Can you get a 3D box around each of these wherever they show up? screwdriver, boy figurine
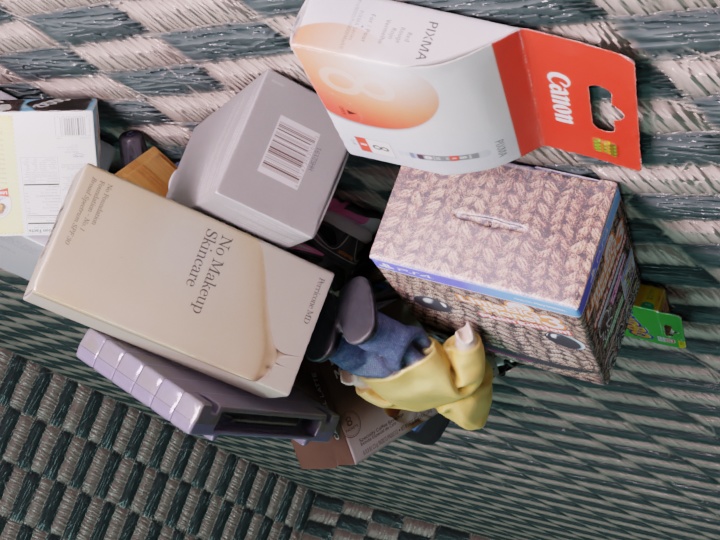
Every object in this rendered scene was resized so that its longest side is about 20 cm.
[{"bbox_3d":[-0.196,-0.037,1.217,0.028,0.029,0.200,-6,122,-1],"label":"screwdriver"},{"bbox_3d":[0.049,0.073,1.045,0.124,0.065,0.200,-27,142,33],"label":"boy figurine"}]

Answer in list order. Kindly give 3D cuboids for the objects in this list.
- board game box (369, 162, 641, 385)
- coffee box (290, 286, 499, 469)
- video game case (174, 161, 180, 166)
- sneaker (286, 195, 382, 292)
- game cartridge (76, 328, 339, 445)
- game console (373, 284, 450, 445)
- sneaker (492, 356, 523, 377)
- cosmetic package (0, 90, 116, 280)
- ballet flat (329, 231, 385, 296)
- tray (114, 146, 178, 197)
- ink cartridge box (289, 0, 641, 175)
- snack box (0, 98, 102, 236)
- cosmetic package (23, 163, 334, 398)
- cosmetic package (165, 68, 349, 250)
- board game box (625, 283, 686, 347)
[{"bbox_3d":[0.119,-0.001,1.009,0.159,0.097,0.200,14,164,22],"label":"board game box"},{"bbox_3d":[0.021,0.085,1.182,0.200,0.115,0.080,-26,-171,-40],"label":"coffee box"},{"bbox_3d":[-0.116,0.015,1.259,0.200,0.045,0.181,58,-179,24],"label":"video game case"},{"bbox_3d":[-0.060,-0.014,1.220,0.080,0.086,0.200,26,164,-19],"label":"sneaker"},{"bbox_3d":[-0.117,0.093,1.032,0.130,0.038,0.200,24,-176,30],"label":"game cartridge"},{"bbox_3d":[0.047,0.109,1.459,0.200,0.118,0.171,24,165,-16],"label":"game console"},{"bbox_3d":[0.151,0.072,1.259,0.200,0.082,0.077,8,161,40],"label":"sneaker"},{"bbox_3d":[-0.369,-0.094,1.270,0.199,0.123,0.200,26,165,-19],"label":"cosmetic package"},{"bbox_3d":[0.000,0.000,1.242,0.046,0.067,0.200,34,156,-17],"label":"ballet flat"},{"bbox_3d":[-0.133,-0.013,1.119,0.200,0.099,0.037,41,129,0],"label":"tray"},{"bbox_3d":[0.070,-0.099,0.816,0.200,0.050,0.162,19,166,19],"label":"ink cartridge box"},{"bbox_3d":[-0.325,-0.088,1.131,0.200,0.116,0.037,-1,-155,-5],"label":"snack box"},{"bbox_3d":[-0.133,0.011,0.963,0.200,0.104,0.073,23,167,-16],"label":"cosmetic package"},{"bbox_3d":[-0.086,-0.072,1.013,0.090,0.107,0.200,25,167,-15],"label":"cosmetic package"},{"bbox_3d":[0.186,0.022,1.143,0.200,0.030,0.096,17,166,22],"label":"board game box"}]
